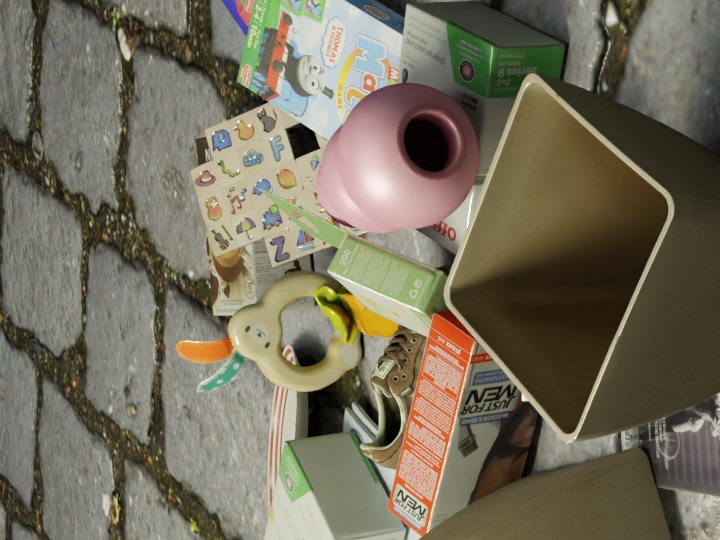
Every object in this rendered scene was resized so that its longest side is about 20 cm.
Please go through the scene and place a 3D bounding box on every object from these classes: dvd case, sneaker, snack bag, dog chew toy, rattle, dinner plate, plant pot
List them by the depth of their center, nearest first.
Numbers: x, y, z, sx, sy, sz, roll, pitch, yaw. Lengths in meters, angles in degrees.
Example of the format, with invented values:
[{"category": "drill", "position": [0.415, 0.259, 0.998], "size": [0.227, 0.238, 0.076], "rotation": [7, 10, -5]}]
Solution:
[{"category": "plant pot", "position": [0.209, -0.008, 1.384], "size": [0.200, 0.176, 0.201], "rotation": [49, 127, 47]}, {"category": "dvd case", "position": [0.272, 0.105, 1.488], "size": [0.199, 0.016, 0.151], "rotation": [-1, 94, 60]}, {"category": "plant pot", "position": [0.144, 0.281, 1.565], "size": [0.200, 0.176, 0.202], "rotation": [-27, 76, 60]}, {"category": "dog chew toy", "position": [0.021, -0.088, 1.617], "size": [0.200, 0.123, 0.126], "rotation": [154, 106, -64]}, {"category": "sneaker", "position": [0.051, 0.093, 1.769], "size": [0.070, 0.075, 0.202], "rotation": [5, 86, 61]}, {"category": "rattle", "position": [-0.068, 0.076, 1.877], "size": [0.143, 0.198, 0.132], "rotation": [32, 122, 53]}, {"category": "snack bag", "position": [0.024, 0.265, 1.916], "size": [0.200, 0.021, 0.190], "rotation": [44, 135, 53]}, {"category": "dinner plate", "position": [-0.079, 0.183, 2.042], "size": [0.200, 0.024, 0.203], "rotation": [-176, 90, -80]}]

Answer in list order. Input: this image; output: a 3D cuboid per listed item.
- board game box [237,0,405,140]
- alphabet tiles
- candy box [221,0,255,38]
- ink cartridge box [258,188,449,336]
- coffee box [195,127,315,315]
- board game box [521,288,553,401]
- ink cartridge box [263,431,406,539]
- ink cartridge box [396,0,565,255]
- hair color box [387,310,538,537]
[{"category": "board game box", "position": [-0.028, -0.212, 1.848], "size": [0.199, 0.036, 0.152], "rotation": [33, 127, 24]}, {"category": "alphabet tiles", "position": [-0.091, -0.092, 1.963], "size": [0.199, 0.008, 0.169], "rotation": [-20, 85, 30]}, {"category": "candy box", "position": [-0.095, -0.352, 1.962], "size": [0.201, 0.076, 0.170], "rotation": [58, 140, 37]}, {"category": "ink cartridge box", "position": [0.000, 0.000, 1.707], "size": [0.199, 0.146, 0.048], "rotation": [23, 82, 21]}, {"category": "coffee box", "position": [-0.118, -0.054, 2.054], "size": [0.113, 0.079, 0.202], "rotation": [-3, 93, 59]}, {"category": "board game box", "position": [0.164, 0.000, 1.553], "size": [0.034, 0.126, 0.202], "rotation": [-1, 95, 23]}, {"category": "ink cartridge box", "position": [-0.035, 0.292, 1.922], "size": [0.146, 0.087, 0.201], "rotation": [58, 144, 43]}, {"category": "ink cartridge box", "position": [0.099, -0.127, 1.669], "size": [0.146, 0.083, 0.202], "rotation": [35, 125, 51]}, {"category": "hair color box", "position": [0.102, 0.135, 1.669], "size": [0.064, 0.110, 0.202], "rotation": [35, 121, 42]}]
